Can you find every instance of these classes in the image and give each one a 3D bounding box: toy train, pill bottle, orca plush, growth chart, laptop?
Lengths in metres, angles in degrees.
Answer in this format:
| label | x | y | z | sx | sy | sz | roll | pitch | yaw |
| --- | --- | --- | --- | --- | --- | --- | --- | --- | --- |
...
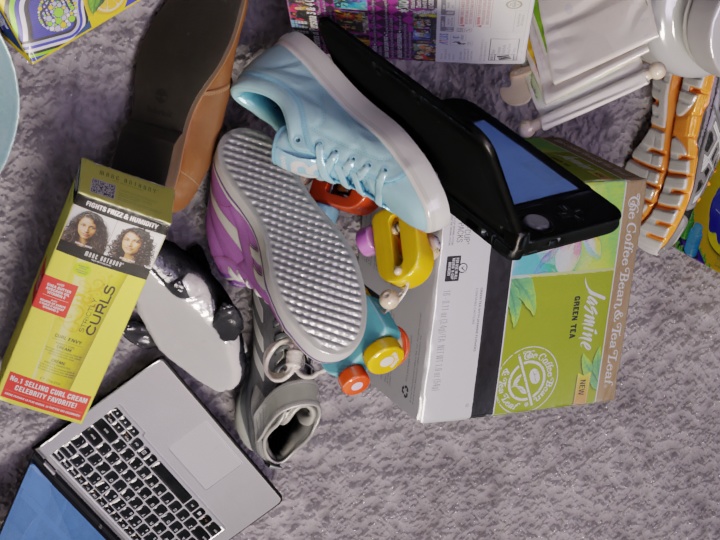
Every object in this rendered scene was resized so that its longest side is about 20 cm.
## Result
| label | x | y | z | sx | sy | sz | roll | pitch | yaw |
| --- | --- | --- | --- | --- | --- | --- | --- | --- | --- |
| toy train | 0.000 | 0.000 | 1.340 | 0.056 | 0.150 | 0.200 | 22 | 80 | -47 |
| pill bottle | 0.256 | -0.217 | 1.387 | 0.114 | 0.200 | 0.115 | -11 | 115 | -24 |
| orca plush | -0.151 | 0.007 | 1.359 | 0.200 | 0.071 | 0.105 | 40 | 133 | -24 |
| growth chart | 0.167 | -0.211 | 1.353 | 0.018 | 0.145 | 0.200 | 23 | 58 | -54 |
| laptop | -0.175 | 0.211 | 1.376 | 0.200 | 0.116 | 0.187 | -36 | 123 | 0 |

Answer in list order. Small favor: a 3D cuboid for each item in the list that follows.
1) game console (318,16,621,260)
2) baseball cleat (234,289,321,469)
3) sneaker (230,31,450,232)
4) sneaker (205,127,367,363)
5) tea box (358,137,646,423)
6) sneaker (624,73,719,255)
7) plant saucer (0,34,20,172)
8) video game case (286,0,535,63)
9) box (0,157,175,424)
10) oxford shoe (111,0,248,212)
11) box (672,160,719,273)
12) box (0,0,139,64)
| label | x | y | z | sx | sy | sz | roll | pitch | yaw |
| --- | --- | --- | --- | --- | --- | --- | --- | --- | --- |
| game console | 0.083 | -0.108 | 1.281 | 0.176 | 0.200 | 0.117 | -14 | 131 | -36 |
| baseball cleat | -0.051 | 0.061 | 1.391 | 0.070 | 0.106 | 0.200 | 1 | 107 | -23 |
| sneaker | -0.019 | -0.086 | 1.271 | 0.082 | 0.200 | 0.074 | -37 | 153 | -15 |
| sneaker | -0.060 | 0.001 | 1.314 | 0.073 | 0.201 | 0.114 | -12 | 150 | -25 |
| tea box | 0.111 | 0.003 | 1.438 | 0.196 | 0.134 | 0.200 | -5 | 112 | -27 |
| sneaker | 0.291 | -0.108 | 1.527 | 0.077 | 0.078 | 0.200 | 3 | 109 | -39 |
| plant saucer | -0.339 | -0.116 | 1.206 | 0.201 | 0.039 | 0.201 | -11 | 115 | -24 |
| video game case | 0.036 | -0.202 | 1.249 | 0.181 | 0.200 | 0.036 | 3 | 76 | 3 |
| box | -0.205 | 0.018 | 1.277 | 0.075 | 0.050 | 0.200 | 20 | 122 | -15 |
| oxford shoe | -0.127 | -0.137 | 1.307 | 0.071 | 0.071 | 0.200 | 7 | 107 | -61 |
| box | 0.407 | -0.067 | 1.529 | 0.122 | 0.200 | 0.193 | 12 | 103 | -30 |
| box | -0.172 | -0.230 | 1.230 | 0.200 | 0.070 | 0.064 | -34 | 124 | -12 |
